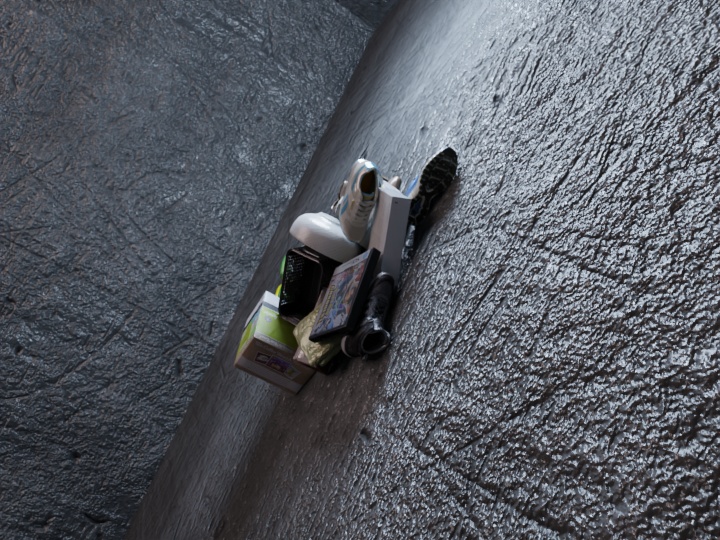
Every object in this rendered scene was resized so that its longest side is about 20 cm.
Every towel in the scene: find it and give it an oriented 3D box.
[{"bbox_3d":[-0.068,0.127,1.318,0.199,0.037,0.149,-41,45,-2],"label":"towel"}]

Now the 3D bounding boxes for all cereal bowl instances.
[{"bbox_3d":[-0.083,-0.095,1.439,0.085,0.197,0.200,-63,17,9],"label":"cereal bowl"}]

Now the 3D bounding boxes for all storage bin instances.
[{"bbox_3d":[-0.136,0.046,1.487,0.134,0.093,0.204,23,112,32],"label":"storage bin"}]

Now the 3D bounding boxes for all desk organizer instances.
[{"bbox_3d":[-0.090,0.156,1.395,0.070,0.077,0.203,12,68,25],"label":"desk organizer"}]

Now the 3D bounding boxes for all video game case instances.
[{"bbox_3d":[-0.038,0.059,1.250,0.180,0.025,0.203,-26,38,55],"label":"video game case"}]

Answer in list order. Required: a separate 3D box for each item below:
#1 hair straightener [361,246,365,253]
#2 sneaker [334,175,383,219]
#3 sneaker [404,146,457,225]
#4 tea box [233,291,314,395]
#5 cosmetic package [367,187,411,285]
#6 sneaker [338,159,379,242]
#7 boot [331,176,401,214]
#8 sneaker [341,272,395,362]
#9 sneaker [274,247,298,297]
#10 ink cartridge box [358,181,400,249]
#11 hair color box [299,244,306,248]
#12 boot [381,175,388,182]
[{"bbox_3d":[-0.028,-0.015,1.544,0.203,0.040,0.077,-63,-2,-1],"label":"hair straightener"},{"bbox_3d":[-0.015,-0.170,1.444,0.200,0.066,0.091,-43,22,39],"label":"sneaker"},{"bbox_3d":[0.154,-0.209,1.293,0.201,0.078,0.090,-54,21,24],"label":"sneaker"},{"bbox_3d":[-0.225,0.204,1.539,0.134,0.198,0.198,-50,20,29],"label":"tea box"},{"bbox_3d":[0.063,-0.083,1.292,0.151,0.051,0.204,-119,36,-72],"label":"cosmetic package"},{"bbox_3d":[-0.002,-0.164,1.330,0.081,0.075,0.204,-138,54,-62],"label":"sneaker"},{"bbox_3d":[0.011,-0.218,1.595,0.202,0.145,0.070,-60,16,4],"label":"boot"},{"bbox_3d":[0.036,0.103,1.174,0.203,0.075,0.113,-63,24,-6],"label":"sneaker"},{"bbox_3d":[-0.198,0.022,1.647,0.085,0.077,0.204,-29,47,49],"label":"sneaker"},{"bbox_3d":[0.053,-0.147,1.470,0.146,0.087,0.201,-56,20,16],"label":"ink cartridge box"},{"bbox_3d":[-0.098,-0.069,1.629,0.198,0.066,0.109,-25,-3,-44],"label":"hair color box"},{"bbox_3d":[0.018,-0.228,1.721,0.201,0.077,0.139,-53,15,24],"label":"boot"}]
